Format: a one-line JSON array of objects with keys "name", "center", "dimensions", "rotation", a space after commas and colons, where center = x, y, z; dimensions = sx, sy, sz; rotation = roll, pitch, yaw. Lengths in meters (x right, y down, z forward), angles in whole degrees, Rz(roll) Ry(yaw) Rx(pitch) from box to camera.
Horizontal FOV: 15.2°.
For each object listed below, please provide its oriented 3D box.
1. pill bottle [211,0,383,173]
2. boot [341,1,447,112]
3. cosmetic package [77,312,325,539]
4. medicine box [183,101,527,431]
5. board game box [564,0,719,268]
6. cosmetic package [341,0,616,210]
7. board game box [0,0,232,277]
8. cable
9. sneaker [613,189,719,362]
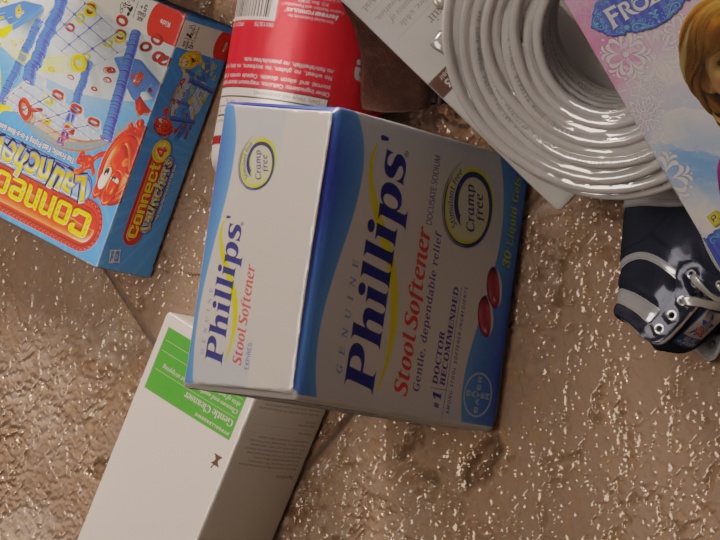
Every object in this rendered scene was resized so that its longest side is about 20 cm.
[{"name": "pill bottle", "center": [-0.040, -0.111, 1.833], "dimensions": [0.112, 0.112, 0.200], "rotation": [8, 87, 41]}, {"name": "boot", "center": [0.082, -0.197, 1.771], "dimensions": [0.072, 0.200, 0.166], "rotation": [-108, 8, -70]}, {"name": "cosmetic package", "center": [-0.110, 0.143, 1.865], "dimensions": [0.108, 0.085, 0.200], "rotation": [27, 98, 37]}, {"name": "medicine box", "center": [0.000, 0.000, 1.720], "dimensions": [0.103, 0.200, 0.182], "rotation": [5, 85, 41]}, {"name": "board game box", "center": [0.244, -0.117, 1.485], "dimensions": [0.200, 0.041, 0.200], "rotation": [-28, 97, 28]}, {"name": "cosmetic package", "center": [0.092, -0.145, 1.688], "dimensions": [0.200, 0.074, 0.102], "rotation": [43, 112, -1]}, {"name": "board game box", "center": [-0.207, -0.120, 2.013], "dimensions": [0.200, 0.056, 0.196], "rotation": [25, 98, 40]}, {"name": "cable", "center": [0.146, -0.141, 1.580], "dimensions": [0.200, 0.069, 0.200], "rotation": [41, 121, 5]}, {"name": "sneaker", "center": [0.232, 0.001, 1.609], "dimensions": [0.200, 0.070, 0.109], "rotation": [5, 80, 48]}]
